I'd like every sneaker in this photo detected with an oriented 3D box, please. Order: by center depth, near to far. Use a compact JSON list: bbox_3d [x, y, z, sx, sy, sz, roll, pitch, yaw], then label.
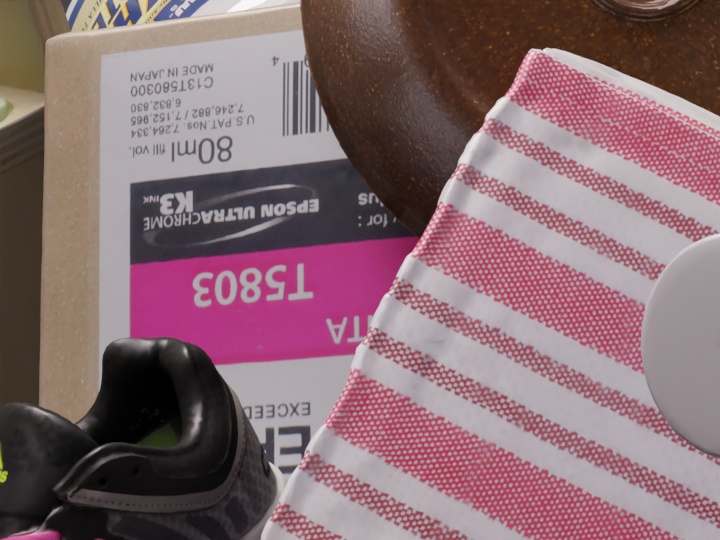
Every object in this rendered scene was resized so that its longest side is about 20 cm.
[{"bbox_3d":[-0.093,0.083,0.699,0.074,0.087,0.200,3,30,41],"label":"sneaker"}]

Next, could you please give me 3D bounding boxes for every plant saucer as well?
[{"bbox_3d":[0.081,-0.087,0.752,0.200,0.201,0.037,-16,-13,-1],"label":"plant saucer"}]

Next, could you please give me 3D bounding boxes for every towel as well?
[{"bbox_3d":[0.067,0.049,0.671,0.146,0.030,0.200,27,68,6],"label":"towel"}]

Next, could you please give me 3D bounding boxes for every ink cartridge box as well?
[{"bbox_3d":[0.000,0.000,0.822,0.200,0.165,0.075,-6,-14,22],"label":"ink cartridge box"}]

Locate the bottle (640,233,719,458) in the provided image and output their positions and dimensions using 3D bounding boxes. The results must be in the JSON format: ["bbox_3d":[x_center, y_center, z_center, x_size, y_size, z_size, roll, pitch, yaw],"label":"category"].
[{"bbox_3d":[0.143,0.013,0.596,0.200,0.065,0.084,-1,17,-46],"label":"bottle"}]

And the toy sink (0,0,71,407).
[{"bbox_3d":[-0.160,-0.010,0.912,0.112,0.200,0.130,-31,28,-33],"label":"toy sink"}]

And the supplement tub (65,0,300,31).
[{"bbox_3d":[-0.031,-0.058,1.008,0.144,0.144,0.200,-21,23,-12],"label":"supplement tub"}]
